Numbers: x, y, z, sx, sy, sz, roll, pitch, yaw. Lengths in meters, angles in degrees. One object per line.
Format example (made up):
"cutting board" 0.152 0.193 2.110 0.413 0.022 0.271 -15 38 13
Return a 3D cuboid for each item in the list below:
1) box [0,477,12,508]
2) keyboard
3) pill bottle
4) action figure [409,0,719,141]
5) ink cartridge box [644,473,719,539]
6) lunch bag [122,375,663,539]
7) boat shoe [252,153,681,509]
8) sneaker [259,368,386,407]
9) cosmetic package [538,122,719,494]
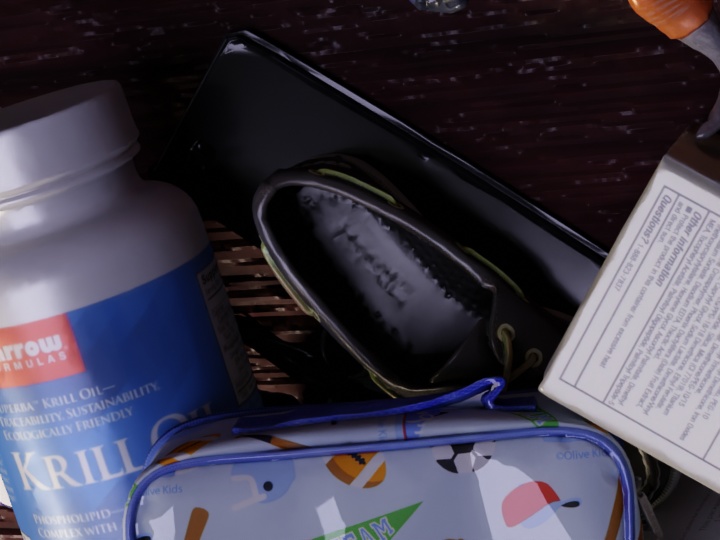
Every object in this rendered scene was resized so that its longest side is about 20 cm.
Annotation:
"box" -0.219 0.008 0.990 0.200 0.104 0.148 7 120 28
"keyboard" 0.000 0.000 0.887 0.200 0.021 0.127 33 102 11
"pill bottle" -0.105 0.031 0.863 0.112 0.112 0.200 -9 106 34
"action figure" 0.087 -0.143 0.747 0.194 0.105 0.200 51 156 4
"ink cartridge box" 0.130 0.165 0.887 0.200 0.086 0.147 -15 109 35
"lunch bag" 0.015 0.119 0.791 0.200 0.076 0.161 -5 97 3
"boat shoe" 0.038 0.030 0.837 0.201 0.061 0.072 39 102 8
"sneaker" -0.039 0.099 0.966 0.200 0.079 0.096 -29 91 31
"cosmetic package" 0.178 0.041 0.760 0.200 0.087 0.103 31 109 8
